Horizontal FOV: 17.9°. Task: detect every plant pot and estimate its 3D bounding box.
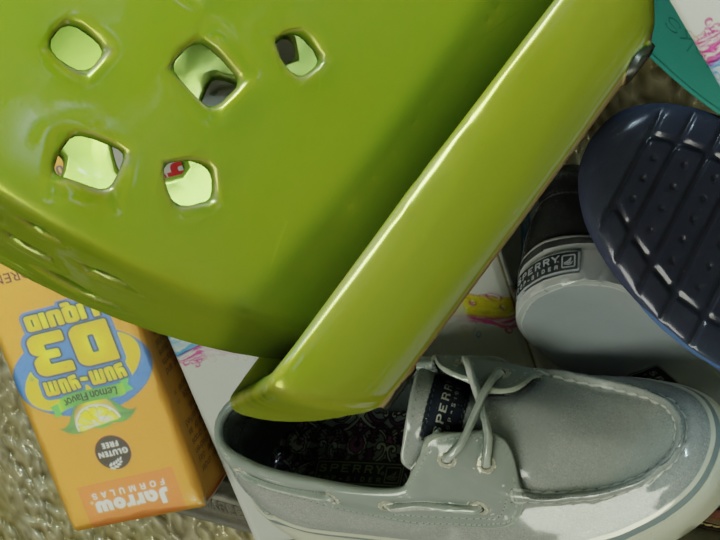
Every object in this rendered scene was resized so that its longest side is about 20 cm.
[{"bbox_3d":[-0.030,-0.064,0.712,0.181,0.199,0.200,38,171,-2],"label":"plant pot"}]

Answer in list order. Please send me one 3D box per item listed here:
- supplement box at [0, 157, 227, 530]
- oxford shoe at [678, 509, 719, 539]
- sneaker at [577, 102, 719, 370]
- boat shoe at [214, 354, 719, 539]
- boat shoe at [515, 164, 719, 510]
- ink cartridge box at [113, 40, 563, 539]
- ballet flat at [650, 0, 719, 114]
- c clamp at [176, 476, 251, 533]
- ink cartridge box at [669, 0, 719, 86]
[{"bbox_3d":[-0.112,0.001,0.924,0.066,0.069,0.201,-14,110,17],"label":"supplement box"},{"bbox_3d":[0.101,0.124,0.882,0.199,0.074,0.071,1,154,-1],"label":"oxford shoe"},{"bbox_3d":[0.154,0.011,0.805,0.200,0.074,0.082,33,-178,-14],"label":"sneaker"},{"bbox_3d":[0.035,0.065,0.827,0.200,0.070,0.072,-6,149,31],"label":"boat shoe"},{"bbox_3d":[0.126,0.031,0.877,0.073,0.068,0.199,-24,134,37],"label":"boat shoe"},{"bbox_3d":[0.000,0.000,0.909,0.145,0.083,0.201,-9,121,20],"label":"ink cartridge box"},{"bbox_3d":[0.080,-0.130,0.772,0.200,0.067,0.068,43,145,-1],"label":"ballet flat"},{"bbox_3d":[-0.103,0.061,1.114,0.199,0.027,0.172,15,133,28],"label":"c clamp"},{"bbox_3d":[0.150,-0.120,0.665,0.084,0.145,0.200,-15,115,43],"label":"ink cartridge box"}]
